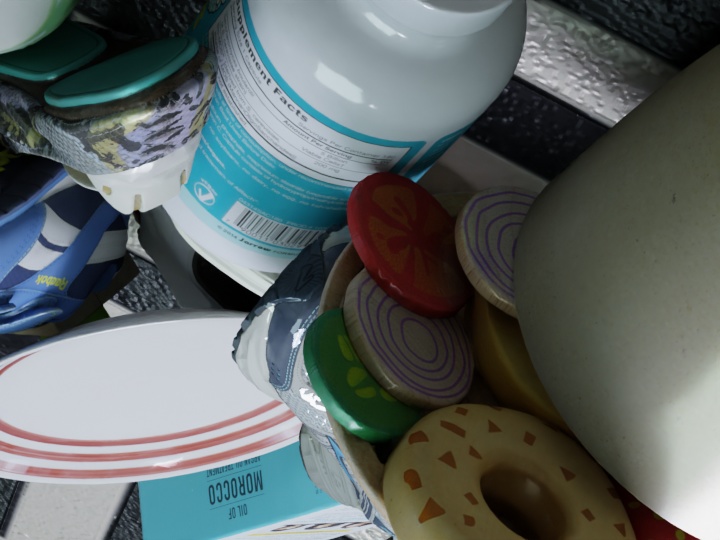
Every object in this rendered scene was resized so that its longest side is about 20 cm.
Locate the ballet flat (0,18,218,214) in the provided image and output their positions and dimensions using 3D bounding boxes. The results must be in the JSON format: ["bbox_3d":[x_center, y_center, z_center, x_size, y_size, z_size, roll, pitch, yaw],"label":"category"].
[{"bbox_3d":[-0.095,-0.059,1.099,0.072,0.072,0.200,42,171,-24],"label":"ballet flat"}]

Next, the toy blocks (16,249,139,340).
[{"bbox_3d":[-0.189,-0.047,1.308,0.136,0.100,0.201,2,127,56],"label":"toy blocks"}]

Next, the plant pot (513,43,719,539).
[{"bbox_3d":[0.182,-0.027,0.999,0.187,0.188,0.200,31,134,-6],"label":"plant pot"}]

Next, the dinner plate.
[{"bbox_3d":[-0.093,0.052,1.258,0.199,0.024,0.200,-9,160,-3],"label":"dinner plate"}]

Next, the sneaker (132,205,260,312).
[{"bbox_3d":[-0.056,-0.005,1.312,0.085,0.073,0.200,50,169,30],"label":"sneaker"}]

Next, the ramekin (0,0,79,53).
[{"bbox_3d":[-0.170,-0.176,1.094,0.199,0.098,0.201,19,148,13],"label":"ramekin"}]

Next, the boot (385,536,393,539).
[{"bbox_3d":[0.056,0.173,1.370,0.199,0.174,0.070,-1,98,26],"label":"boot"}]

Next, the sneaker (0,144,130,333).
[{"bbox_3d":[-0.153,-0.006,1.175,0.073,0.200,0.083,12,111,26],"label":"sneaker"}]

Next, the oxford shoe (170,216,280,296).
[{"bbox_3d":[0.000,0.000,1.218,0.199,0.076,0.058,19,155,-27],"label":"oxford shoe"}]

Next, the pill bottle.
[{"bbox_3d":[-0.006,-0.084,1.094,0.110,0.111,0.200,32,148,-8],"label":"pill bottle"}]

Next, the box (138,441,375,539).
[{"bbox_3d":[-0.024,0.104,1.410,0.082,0.050,0.199,2,166,-37],"label":"box"}]

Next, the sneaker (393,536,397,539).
[{"bbox_3d":[0.042,0.118,1.260,0.074,0.201,0.087,-27,140,33],"label":"sneaker"}]

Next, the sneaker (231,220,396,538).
[{"bbox_3d":[0.015,0.053,1.137,0.086,0.078,0.200,38,168,29],"label":"sneaker"}]

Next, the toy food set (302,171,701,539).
[{"bbox_3d":[0.069,0.045,1.047,0.049,0.199,0.199,-53,56,45],"label":"toy food set"}]
